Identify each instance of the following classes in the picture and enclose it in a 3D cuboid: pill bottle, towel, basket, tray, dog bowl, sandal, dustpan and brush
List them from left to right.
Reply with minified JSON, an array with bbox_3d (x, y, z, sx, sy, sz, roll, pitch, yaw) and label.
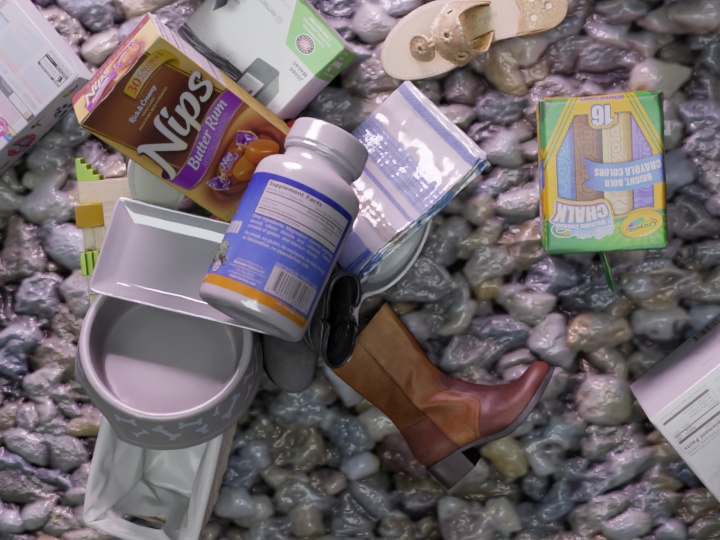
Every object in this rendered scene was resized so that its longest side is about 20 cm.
[{"bbox_3d":[-0.200,0.082,1.046,0.199,0.059,0.201,3,61,-6],"label":"dog bowl"},{"bbox_3d":[-0.215,0.195,1.142,0.135,0.123,0.201,15,99,5],"label":"basket"},{"bbox_3d":[-0.170,-0.002,1.043,0.199,0.022,0.108,14,70,0],"label":"tray"},{"bbox_3d":[-0.068,-0.042,0.983,0.111,0.112,0.201,22,78,4],"label":"pill bottle"},{"bbox_3d":[0.000,0.000,1.122,0.139,0.057,0.201,10,97,7],"label":"dustpan and brush"},{"bbox_3d":[0.024,-0.098,1.091,0.200,0.024,0.147,-42,64,4],"label":"towel"},{"bbox_3d":[0.117,-0.262,1.071,0.210,0.070,0.078,-16,94,9],"label":"sandal"}]

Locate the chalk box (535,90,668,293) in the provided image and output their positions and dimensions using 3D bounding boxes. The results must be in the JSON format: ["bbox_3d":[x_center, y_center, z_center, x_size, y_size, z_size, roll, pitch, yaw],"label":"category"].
[{"bbox_3d":[0.247,-0.079,1.049,0.123,0.124,0.201,-2,95,7],"label":"chalk box"}]

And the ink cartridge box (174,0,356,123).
[{"bbox_3d":[-0.127,-0.221,1.101,0.200,0.084,0.146,-44,90,11],"label":"ink cartridge box"}]

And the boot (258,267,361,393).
[{"bbox_3d":[-0.054,0.072,1.080,0.069,0.132,0.201,-13,122,-25],"label":"boot"}]

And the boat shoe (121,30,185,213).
[{"bbox_3d":[-0.219,-0.150,1.053,0.072,0.060,0.203,-14,125,-29],"label":"boat shoe"}]

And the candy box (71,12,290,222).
[{"bbox_3d":[-0.169,-0.145,0.999,0.117,0.057,0.200,-45,131,12],"label":"candy box"}]

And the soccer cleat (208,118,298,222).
[{"bbox_3d":[-0.114,-0.082,1.115,0.067,0.077,0.200,35,101,-17],"label":"soccer cleat"}]

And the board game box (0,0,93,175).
[{"bbox_3d":[-0.427,-0.207,1.154,0.200,0.064,0.148,-40,89,9],"label":"board game box"}]

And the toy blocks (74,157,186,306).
[{"bbox_3d":[-0.240,-0.031,1.143,0.136,0.100,0.201,-4,98,-3],"label":"toy blocks"}]

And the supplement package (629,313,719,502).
[{"bbox_3d":[0.398,0.114,1.034,0.200,0.156,0.111,-40,89,10],"label":"supplement package"}]

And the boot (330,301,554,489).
[{"bbox_3d":[0.093,0.113,1.135,0.200,0.068,0.188,47,108,8],"label":"boot"}]
